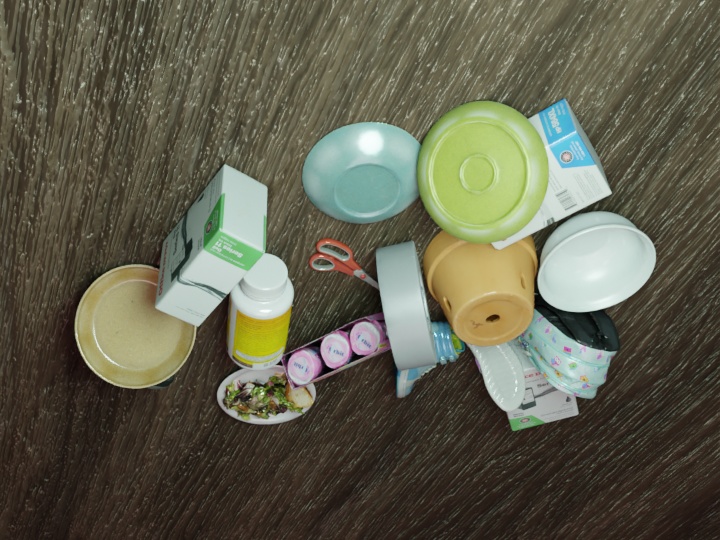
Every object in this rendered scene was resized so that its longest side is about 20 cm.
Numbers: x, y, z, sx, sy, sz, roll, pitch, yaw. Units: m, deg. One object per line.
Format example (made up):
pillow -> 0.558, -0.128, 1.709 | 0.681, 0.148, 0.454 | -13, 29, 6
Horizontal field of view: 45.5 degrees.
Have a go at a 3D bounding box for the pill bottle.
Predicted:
pill bottle -> -0.170, 0.069, 1.453 | 0.106, 0.111, 0.202 | 3, 137, -10

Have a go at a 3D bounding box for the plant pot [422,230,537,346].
plant pot -> 0.210, 0.029, 1.437 | 0.194, 0.142, 0.203 | -4, 138, -4

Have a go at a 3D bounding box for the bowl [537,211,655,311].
bowl -> 0.382, -0.030, 1.431 | 0.195, 0.092, 0.204 | -3, 137, -3

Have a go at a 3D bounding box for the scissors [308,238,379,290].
scissors -> 0.000, 0.000, 1.471 | 0.197, 0.014, 0.073 | 23, 128, -27

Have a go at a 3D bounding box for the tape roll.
tape roll -> 0.075, 0.058, 1.404 | 0.064, 0.203, 0.202 | -11, 138, 6

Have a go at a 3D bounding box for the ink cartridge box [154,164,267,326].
ink cartridge box -> -0.228, -0.035, 1.307 | 0.082, 0.149, 0.200 | 25, 128, -28

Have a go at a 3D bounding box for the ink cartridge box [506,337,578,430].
ink cartridge box -> 0.342, 0.215, 1.693 | 0.142, 0.085, 0.202 | -16, 136, 9

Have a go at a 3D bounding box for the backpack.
backpack -> 0.365, 0.128, 1.505 | 0.163, 0.201, 0.130 | 5, 112, -18

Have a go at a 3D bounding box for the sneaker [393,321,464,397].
sneaker -> 0.129, 0.171, 1.624 | 0.127, 0.081, 0.203 | 0, 138, -5

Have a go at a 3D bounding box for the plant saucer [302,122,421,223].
plant saucer -> 0.009, -0.134, 1.311 | 0.195, 0.039, 0.204 | -3, 136, -3

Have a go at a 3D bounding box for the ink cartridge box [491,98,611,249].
ink cartridge box -> 0.256, -0.141, 1.300 | 0.197, 0.086, 0.146 | -26, 133, 21

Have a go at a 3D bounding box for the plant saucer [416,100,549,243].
plant saucer -> 0.170, -0.139, 1.233 | 0.197, 0.204, 0.031 | -27, 178, 22

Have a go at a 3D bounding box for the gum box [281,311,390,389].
gum box -> -0.029, 0.139, 1.533 | 0.197, 0.067, 0.113 | -26, 172, 22

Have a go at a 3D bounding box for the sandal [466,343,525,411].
sandal -> 0.243, 0.161, 1.591 | 0.081, 0.206, 0.050 | -27, -177, -14

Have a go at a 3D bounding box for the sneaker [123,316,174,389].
sneaker -> -0.368, 0.139, 1.526 | 0.112, 0.077, 0.201 | -14, 132, 18

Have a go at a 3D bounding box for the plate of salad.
plate of salad -> -0.185, 0.255, 1.697 | 0.194, 0.049, 0.203 | -4, 138, -3

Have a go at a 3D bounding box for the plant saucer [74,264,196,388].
plant saucer -> -0.374, 0.092, 1.437 | 0.195, 0.206, 0.035 | -1, -177, -13
